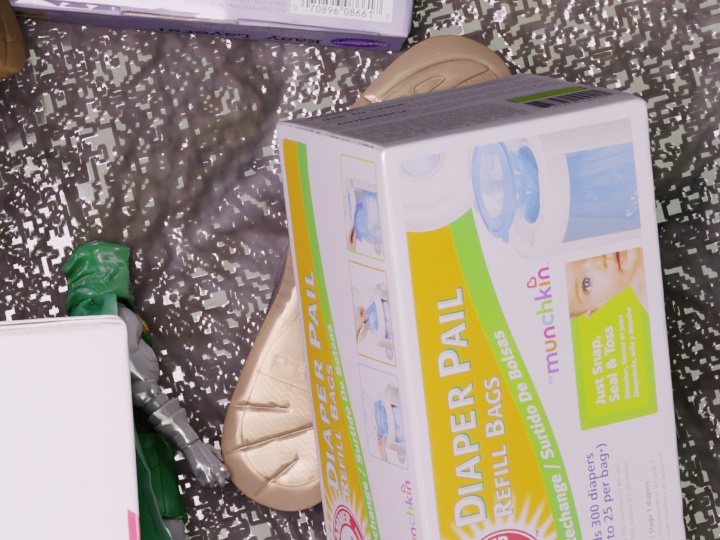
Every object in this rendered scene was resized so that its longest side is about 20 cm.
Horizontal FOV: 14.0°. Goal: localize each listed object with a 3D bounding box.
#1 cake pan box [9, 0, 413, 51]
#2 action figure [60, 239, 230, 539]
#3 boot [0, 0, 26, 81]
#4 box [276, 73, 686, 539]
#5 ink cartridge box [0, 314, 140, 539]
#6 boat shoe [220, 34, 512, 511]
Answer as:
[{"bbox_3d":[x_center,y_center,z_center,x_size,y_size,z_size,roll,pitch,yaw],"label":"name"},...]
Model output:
[{"bbox_3d":[-0.063,-0.189,1.196,0.198,0.052,0.186,4,87,-3],"label":"cake pan box"},{"bbox_3d":[-0.088,0.084,1.155,0.054,0.118,0.201,-6,76,-24],"label":"action figure"},{"bbox_3d":[-0.237,-0.123,1.158,0.155,0.073,0.201,-33,76,15],"label":"boot"},{"bbox_3d":[0.046,0.038,1.102,0.112,0.101,0.202,-12,103,-22],"label":"box"},{"bbox_3d":[-0.143,0.100,1.083,0.082,0.200,0.148,-3,85,-20],"label":"ink cartridge box"},{"bbox_3d":[0.000,0.000,1.175,0.072,0.065,0.201,23,87,-6],"label":"boat shoe"}]
